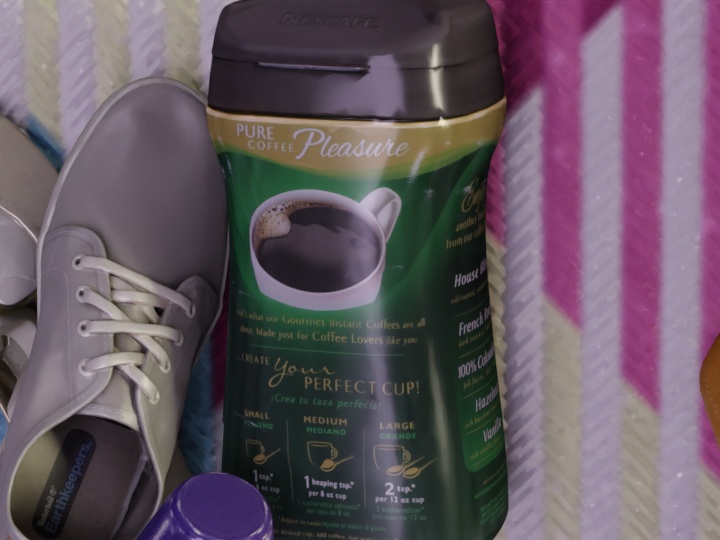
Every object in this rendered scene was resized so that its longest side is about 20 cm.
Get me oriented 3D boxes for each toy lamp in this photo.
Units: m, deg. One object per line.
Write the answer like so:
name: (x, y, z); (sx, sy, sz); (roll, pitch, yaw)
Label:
toy lamp: (-0.070, 0.152, 0.938); (0.058, 0.058, 0.201); (26, 131, 11)

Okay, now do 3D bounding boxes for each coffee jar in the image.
coffee jar: (0.000, 0.000, 0.924); (0.104, 0.085, 0.202); (5, 105, 21)

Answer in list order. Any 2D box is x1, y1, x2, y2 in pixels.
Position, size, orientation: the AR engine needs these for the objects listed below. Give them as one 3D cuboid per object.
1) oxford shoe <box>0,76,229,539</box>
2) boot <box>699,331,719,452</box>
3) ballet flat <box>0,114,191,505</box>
oxford shoe: (-0.087, 0.025, 0.935); (0.075, 0.058, 0.201); (20, 76, -17)
boot: (0.152, -0.010, 0.879); (0.144, 0.070, 0.202); (-52, 54, 46)
ballet flat: (-0.122, 0.029, 0.982); (0.069, 0.069, 0.201); (-28, 92, 22)
